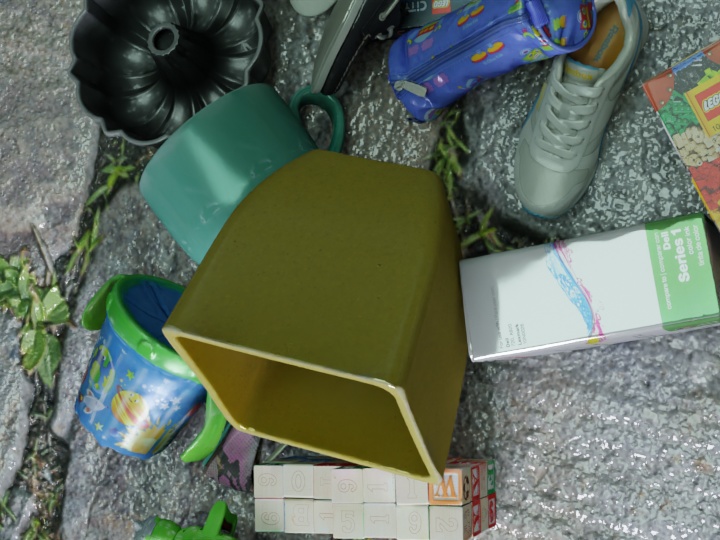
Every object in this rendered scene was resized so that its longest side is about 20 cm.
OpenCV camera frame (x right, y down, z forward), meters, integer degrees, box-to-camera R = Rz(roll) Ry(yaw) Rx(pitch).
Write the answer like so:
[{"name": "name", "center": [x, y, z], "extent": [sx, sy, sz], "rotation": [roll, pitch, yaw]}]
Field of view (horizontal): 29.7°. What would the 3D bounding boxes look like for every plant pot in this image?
[{"name": "plant pot", "center": [-0.008, 0.023, 1.078], "extent": [0.192, 0.196, 0.202], "rotation": [12, 64, 20]}]

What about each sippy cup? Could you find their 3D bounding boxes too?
[{"name": "sippy cup", "center": [-0.195, 0.096, 1.251], "extent": [0.138, 0.178, 0.131], "rotation": [25, 110, -18]}]

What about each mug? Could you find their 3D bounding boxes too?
[{"name": "mug", "center": [-0.092, -0.082, 1.205], "extent": [0.185, 0.152, 0.115], "rotation": [-41, 79, 13]}]

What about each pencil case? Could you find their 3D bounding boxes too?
[{"name": "pencil case", "center": [0.101, -0.189, 1.136], "extent": [0.199, 0.087, 0.079], "rotation": [-21, 100, 49]}]

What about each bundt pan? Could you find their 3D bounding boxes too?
[{"name": "bundt pan", "center": [-0.168, -0.201, 1.267], "extent": [0.199, 0.076, 0.205], "rotation": [-5, 74, 17]}]

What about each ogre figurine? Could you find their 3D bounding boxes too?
[{"name": "ogre figurine", "center": [-0.133, 0.271, 1.217], "extent": [0.199, 0.121, 0.098], "rotation": [30, 62, 27]}]

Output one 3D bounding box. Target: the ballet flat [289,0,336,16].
[{"name": "ballet flat", "center": [-0.011, -0.319, 1.193], "extent": [0.069, 0.069, 0.201], "rotation": [39, 100, 17]}]

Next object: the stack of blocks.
[{"name": "stack of blocks", "center": [0.009, 0.195, 1.174], "extent": [0.197, 0.115, 0.060], "rotation": [-2, 86, 20]}]

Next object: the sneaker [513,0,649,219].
[{"name": "sneaker", "center": [0.179, -0.142, 1.148], "extent": [0.076, 0.081, 0.202], "rotation": [22, 96, 17]}]

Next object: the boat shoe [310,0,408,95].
[{"name": "boat shoe", "center": [0.016, -0.238, 1.180], "extent": [0.060, 0.074, 0.202], "rotation": [21, 104, -18]}]

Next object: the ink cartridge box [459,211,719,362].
[{"name": "ink cartridge box", "center": [0.193, 0.017, 1.100], "extent": [0.197, 0.145, 0.085], "rotation": [-11, 83, 19]}]

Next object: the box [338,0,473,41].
[{"name": "box", "center": [0.076, -0.284, 1.214], "extent": [0.197, 0.038, 0.139], "rotation": [-3, 86, 20]}]

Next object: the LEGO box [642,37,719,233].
[{"name": "LEGO box", "center": [0.294, -0.081, 1.040], "extent": [0.077, 0.200, 0.150], "rotation": [-28, 78, 15]}]

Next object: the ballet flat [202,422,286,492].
[{"name": "ballet flat", "center": [-0.076, 0.113, 1.241], "extent": [0.070, 0.069, 0.202], "rotation": [26, 100, 1]}]
